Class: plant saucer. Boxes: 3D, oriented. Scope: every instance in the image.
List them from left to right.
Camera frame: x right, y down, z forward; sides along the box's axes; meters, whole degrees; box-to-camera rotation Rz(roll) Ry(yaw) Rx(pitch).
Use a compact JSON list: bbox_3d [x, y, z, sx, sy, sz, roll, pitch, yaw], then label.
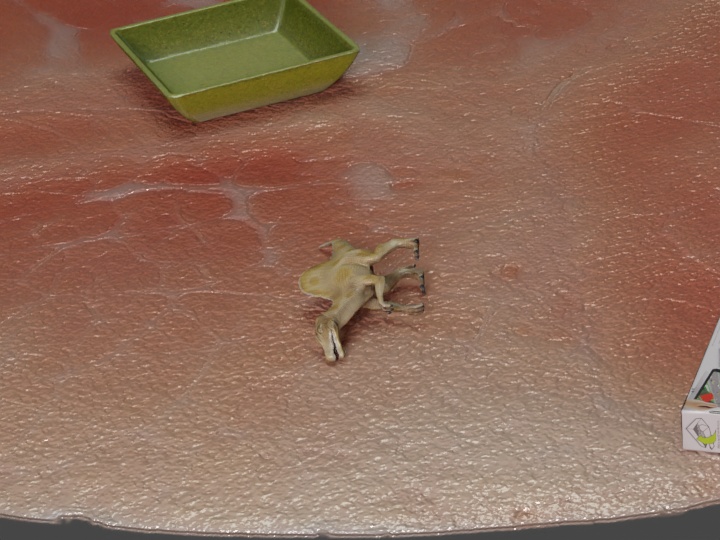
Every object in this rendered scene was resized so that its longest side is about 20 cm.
[{"bbox_3d":[-0.124,-0.207,2.364,0.200,0.048,0.200,-16,30,-17],"label":"plant saucer"}]

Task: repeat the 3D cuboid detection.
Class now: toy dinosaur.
[{"bbox_3d":[0.000,0.000,1.943,0.101,0.058,0.200,-5,28,4],"label":"toy dinosaur"}]

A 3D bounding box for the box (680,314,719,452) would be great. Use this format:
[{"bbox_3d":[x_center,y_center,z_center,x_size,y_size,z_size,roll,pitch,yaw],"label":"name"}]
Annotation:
[{"bbox_3d":[0.311,0.071,1.773,0.110,0.035,0.200,5,30,19],"label":"box"}]
